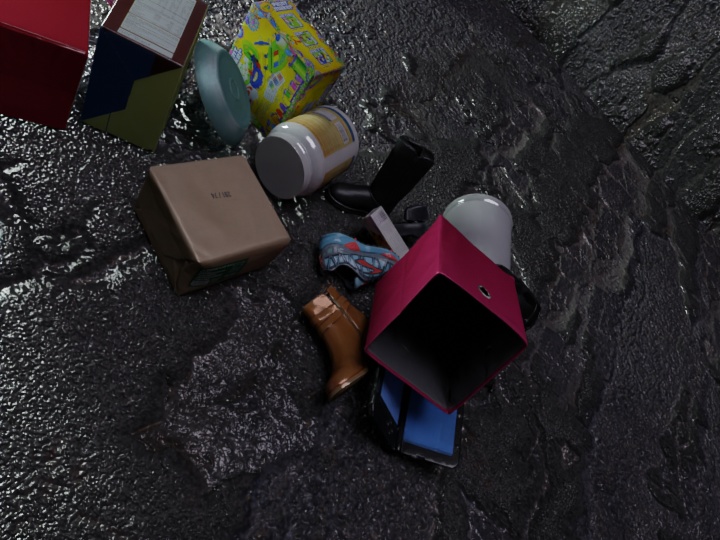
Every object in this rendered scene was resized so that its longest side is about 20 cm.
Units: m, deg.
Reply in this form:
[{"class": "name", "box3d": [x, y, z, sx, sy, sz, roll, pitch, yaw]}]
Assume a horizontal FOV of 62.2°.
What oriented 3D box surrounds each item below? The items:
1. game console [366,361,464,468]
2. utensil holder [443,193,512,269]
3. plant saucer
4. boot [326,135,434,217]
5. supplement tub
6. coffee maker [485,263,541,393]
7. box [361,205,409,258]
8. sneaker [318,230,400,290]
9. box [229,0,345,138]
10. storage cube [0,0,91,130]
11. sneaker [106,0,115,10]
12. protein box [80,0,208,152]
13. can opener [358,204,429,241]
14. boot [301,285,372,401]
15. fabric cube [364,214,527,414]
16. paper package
[{"class": "game console", "box3d": [0.104, 0.213, 1.050, 0.203, 0.113, 0.178, -74, 146, -45]}, {"class": "utensil holder", "box3d": [0.258, -0.040, 1.348, 0.167, 0.170, 0.204, 29, 47, -17]}, {"class": "plant saucer", "box3d": [-0.258, -0.347, 1.159, 0.200, 0.035, 0.207, -12, 91, -78]}, {"class": "boot", "box3d": [0.041, -0.201, 1.261, 0.161, 0.200, 0.067, 15, 49, -29]}, {"class": "supplement tub", "box3d": [-0.107, -0.240, 1.210, 0.145, 0.145, 0.200, 47, 41, 2]}, {"class": "coffee maker", "box3d": [0.266, 0.113, 1.206, 0.190, 0.200, 0.136, 34, 43, -12]}, {"class": "box", "box3d": [0.075, -0.037, 1.243, 0.041, 0.038, 0.202, -41, 103, -32]}, {"class": "sneaker", "box3d": [0.000, 0.000, 1.184, 0.195, 0.079, 0.098, 18, 65, -22]}, {"class": "box", "box3d": [-0.170, -0.414, 1.250, 0.194, 0.200, 0.122, 49, 42, 3]}, {"class": "storage cube", "box3d": [-0.532, -0.360, 0.932, 0.176, 0.171, 0.205, 10, 52, -35]}, {"class": "sneaker", "box3d": [-0.458, -0.527, 1.197, 0.087, 0.082, 0.201, -24, 68, -45]}, {"class": "protein box", "box3d": [-0.375, -0.365, 1.042, 0.132, 0.199, 0.204, 21, 46, -20]}, {"class": "can opener", "box3d": [0.075, -0.093, 1.317, 0.196, 0.063, 0.081, -16, 95, -35]}, {"class": "boot", "box3d": [-0.045, 0.118, 1.035, 0.156, 0.077, 0.200, 48, 39, -1]}, {"class": "fabric cube", "box3d": [0.144, 0.072, 1.018, 0.194, 0.200, 0.201, 37, 28, -12]}, {"class": "paper package", "box3d": [-0.248, -0.083, 1.005, 0.197, 0.103, 0.193, -18, 71, -46]}]
